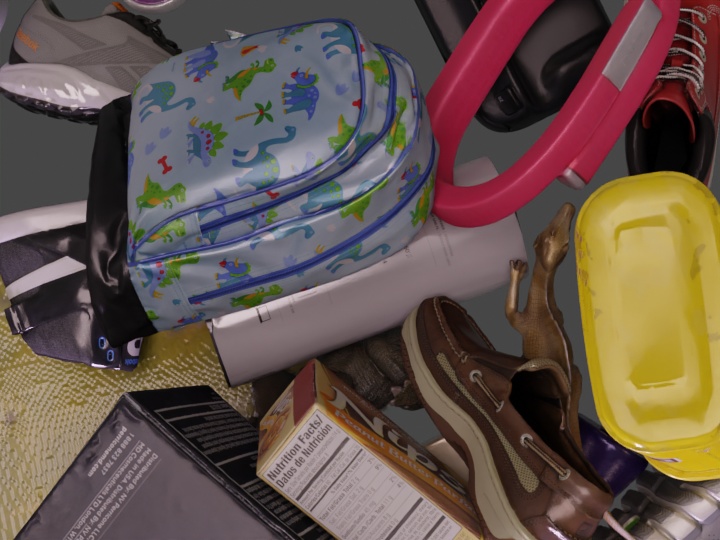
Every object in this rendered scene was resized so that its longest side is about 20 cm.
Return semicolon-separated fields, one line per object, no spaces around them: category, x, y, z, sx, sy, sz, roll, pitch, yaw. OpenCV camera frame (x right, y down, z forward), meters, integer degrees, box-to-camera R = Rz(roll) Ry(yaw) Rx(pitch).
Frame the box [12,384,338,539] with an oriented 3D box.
box;-0.067;0.172;1.047;0.198;0.200;0.124;38;93;8

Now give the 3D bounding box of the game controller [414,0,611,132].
game controller;0.081;-0.191;1.190;0.104;0.042;0.202;-26;86;-7

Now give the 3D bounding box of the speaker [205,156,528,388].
speaker;0.000;0.000;1.153;0.198;0.081;0.082;-21;86;-5

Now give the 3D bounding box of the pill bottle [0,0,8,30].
pill bottle;-0.291;-0.182;1.160;0.113;0.200;0.116;0;89;8

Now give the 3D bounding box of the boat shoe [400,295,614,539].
boat shoe;0.087;0.077;1.060;0.075;0.074;0.203;-47;43;20

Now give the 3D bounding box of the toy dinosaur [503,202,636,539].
toy dinosaur;0.110;0.064;1.105;0.058;0.101;0.202;-12;94;-10

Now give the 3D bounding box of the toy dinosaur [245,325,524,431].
toy dinosaur;0.007;0.066;1.170;0.199;0.102;0.077;-28;124;-7

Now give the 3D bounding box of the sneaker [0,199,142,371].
sneaker;-0.131;0.004;1.204;0.198;0.073;0.113;-10;92;15

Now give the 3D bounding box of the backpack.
backpack;-0.054;-0.058;1.074;0.198;0.155;0.164;-2;48;3

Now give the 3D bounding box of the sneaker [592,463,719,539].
sneaker;0.205;0.180;1.155;0.200;0.075;0.116;-40;108;-6

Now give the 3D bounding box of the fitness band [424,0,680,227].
fitness band;0.104;-0.111;1.096;0.037;0.143;0.201;39;81;-33

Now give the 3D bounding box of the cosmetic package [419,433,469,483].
cosmetic package;0.008;0.178;1.174;0.199;0.073;0.104;-28;85;6

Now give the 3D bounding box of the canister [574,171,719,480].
canister;0.174;0.034;1.028;0.086;0.200;0.150;-9;79;15

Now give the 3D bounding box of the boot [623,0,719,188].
boot;0.187;-0.133;1.115;0.072;0.144;0.203;2;88;10

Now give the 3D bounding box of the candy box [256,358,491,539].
candy box;0.034;0.140;1.057;0.199;0.115;0.055;39;95;-7

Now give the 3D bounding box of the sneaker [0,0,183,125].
sneaker;-0.132;-0.125;1.201;0.198;0.074;0.080;14;86;9

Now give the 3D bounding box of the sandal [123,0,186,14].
sandal;-0.136;-0.268;1.213;0.082;0.050;0.205;-10;88;8

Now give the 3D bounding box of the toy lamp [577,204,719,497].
toy lamp;0.181;0.057;1.158;0.058;0.058;0.201;34;92;8
